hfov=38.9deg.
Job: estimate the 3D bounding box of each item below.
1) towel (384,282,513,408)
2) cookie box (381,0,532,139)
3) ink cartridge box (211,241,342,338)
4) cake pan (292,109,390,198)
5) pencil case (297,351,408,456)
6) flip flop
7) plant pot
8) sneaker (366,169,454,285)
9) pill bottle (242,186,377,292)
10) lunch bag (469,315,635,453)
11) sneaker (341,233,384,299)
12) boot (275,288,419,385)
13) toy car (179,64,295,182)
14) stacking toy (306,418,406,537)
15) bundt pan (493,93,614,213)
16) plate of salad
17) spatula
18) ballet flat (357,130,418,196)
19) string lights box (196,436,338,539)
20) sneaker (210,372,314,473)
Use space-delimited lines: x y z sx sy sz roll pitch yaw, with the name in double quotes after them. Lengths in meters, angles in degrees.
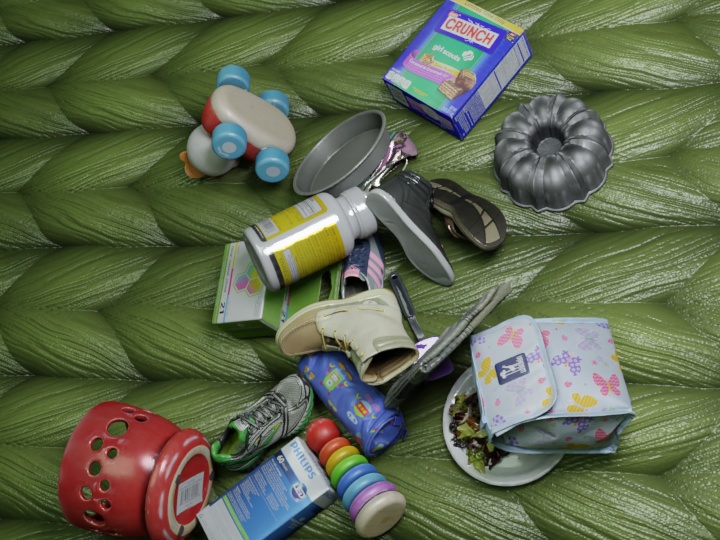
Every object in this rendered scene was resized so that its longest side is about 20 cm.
0.122 0.106 1.476 0.035 0.193 0.200 45 65 7 "towel"
0.167 -0.354 1.757 0.171 0.075 0.200 35 82 31 "cookie box"
-0.135 0.024 1.680 0.198 0.076 0.149 -8 64 31 "ink cartridge box"
-0.028 -0.190 1.730 0.199 0.037 0.201 -32 29 20 "cake pan"
-0.013 0.193 1.573 0.087 0.078 0.200 -49 59 7 "pencil case"
0.164 -0.085 1.646 0.081 0.058 0.200 -21 39 -26 "flip flop"
-0.337 0.315 1.576 0.181 0.201 0.202 7 69 19 "plant pot"
0.103 -0.075 1.621 0.099 0.200 0.071 -47 15 -32 "sneaker"
-0.078 -0.056 1.622 0.199 0.112 0.112 -26 58 -11 "pill bottle"
0.257 0.157 1.408 0.198 0.128 0.171 0 49 -5 "lunch bag"
0.000 0.000 1.655 0.069 0.082 0.202 -14 62 15 "sneaker"
-0.022 0.112 1.516 0.198 0.073 0.155 -18 37 -4 "boot"
-0.235 -0.224 1.834 0.200 0.176 0.186 -38 39 35 "toy car"
-0.016 0.300 1.533 0.085 0.085 0.200 -40 52 0 "stacking toy"
0.302 -0.199 1.634 0.200 0.076 0.204 -9 64 18 "bundt pan"
0.214 0.214 1.494 0.198 0.048 0.202 -8 65 18 "plate of salad"
0.085 0.084 1.618 0.056 0.021 0.201 -22 58 -4 "spatula"
0.021 -0.149 1.732 0.071 0.069 0.200 44 87 6 "ballet flat"
-0.141 0.359 1.558 0.199 0.059 0.103 -37 59 2 "string lights box"
-0.151 0.239 1.586 0.200 0.085 0.078 -48 61 8 "sneaker"
